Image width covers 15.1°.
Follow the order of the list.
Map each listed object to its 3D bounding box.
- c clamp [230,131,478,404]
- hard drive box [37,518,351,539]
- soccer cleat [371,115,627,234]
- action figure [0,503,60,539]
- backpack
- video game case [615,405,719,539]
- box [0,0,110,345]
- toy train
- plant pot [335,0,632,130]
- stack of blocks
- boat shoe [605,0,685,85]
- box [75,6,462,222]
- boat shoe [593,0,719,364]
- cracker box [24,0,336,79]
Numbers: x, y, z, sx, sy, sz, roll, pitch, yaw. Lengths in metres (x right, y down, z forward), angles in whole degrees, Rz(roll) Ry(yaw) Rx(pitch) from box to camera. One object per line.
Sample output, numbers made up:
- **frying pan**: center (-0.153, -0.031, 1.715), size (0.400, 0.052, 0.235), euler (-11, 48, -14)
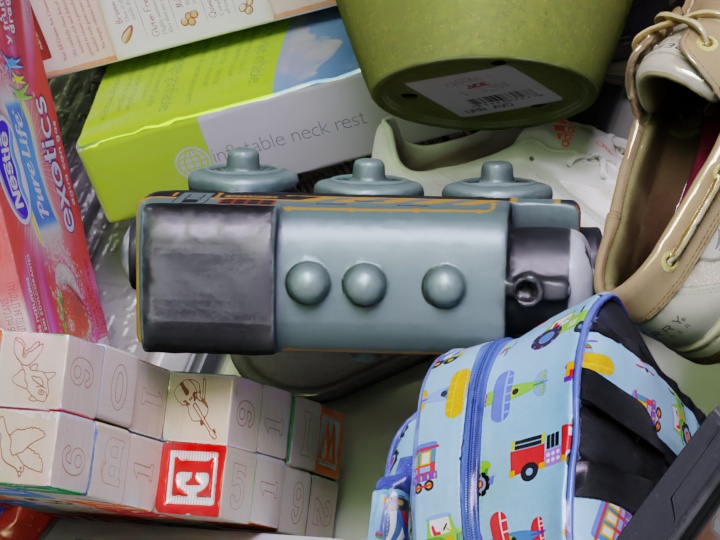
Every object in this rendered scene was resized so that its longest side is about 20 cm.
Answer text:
- **c clamp**: center (-0.001, -0.025, 1.234), size (0.199, 0.027, 0.171), euler (-19, 55, 8)
- **hard drive box**: center (-0.086, 0.186, 1.050), size (0.155, 0.077, 0.200), euler (2, 32, 23)
- **soccer cleat**: center (0.099, -0.033, 1.149), size (0.199, 0.078, 0.069), euler (-2, 17, 8)
- **action figure**: center (-0.183, 0.150, 1.157), size (0.099, 0.065, 0.200), euler (-18, 24, 32)
- **backpack**: center (0.068, 0.110, 1.013), size (0.134, 0.200, 0.183), euler (-4, 58, 19)
- **video game case**: center (0.133, 0.157, 0.928), size (0.200, 0.180, 0.026), euler (-56, 32, 17)
- **box**: center (-0.191, -0.034, 1.211), size (0.102, 0.095, 0.201), euler (-11, 95, 15)
- **toy train**: center (0.000, 0.000, 1.080), size (0.199, 0.114, 0.086), euler (3, 99, 4)
- **plant pot**: center (0.052, -0.166, 1.115), size (0.186, 0.187, 0.201), euler (-5, 74, 18)
- **stack of blocks**: center (-0.098, 0.069, 1.100), size (0.115, 0.200, 0.059), euler (2, 79, 24)
- **boat shoe**: center (0.151, -0.179, 1.244), size (0.074, 0.073, 0.200), euler (14, 65, 28)
- **box**: center (-0.022, -0.092, 1.246), size (0.199, 0.048, 0.122), euler (-14, 28, 13)
- **boat shoe**: center (0.137, -0.068, 1.045), size (0.074, 0.066, 0.201), euler (-12, 62, 55)
- **cracker box**: center (-0.065, -0.157, 1.285), size (0.199, 0.058, 0.134), euler (-14, 22, 15)
